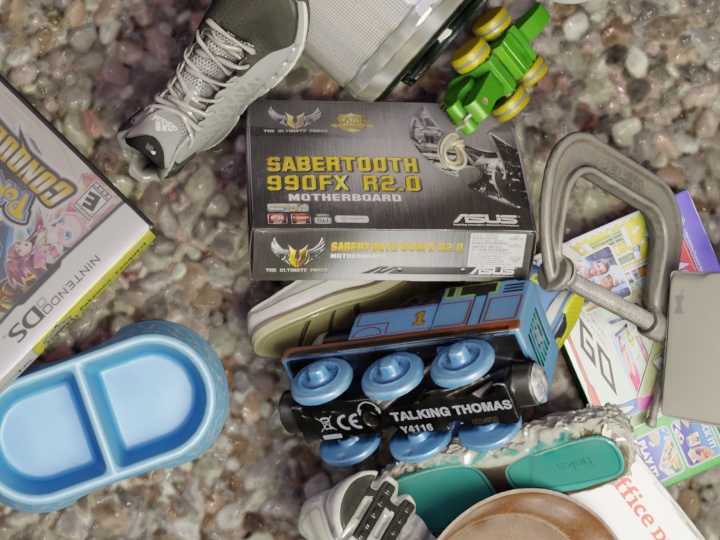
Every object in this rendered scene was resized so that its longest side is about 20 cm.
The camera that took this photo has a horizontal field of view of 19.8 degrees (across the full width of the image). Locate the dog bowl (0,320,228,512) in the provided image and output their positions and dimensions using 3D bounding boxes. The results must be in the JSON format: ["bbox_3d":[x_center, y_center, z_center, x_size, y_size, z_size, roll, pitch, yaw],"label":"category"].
[{"bbox_3d":[-0.193,0.107,1.506,0.199,0.050,0.112,-19,90,-6],"label":"dog bowl"}]

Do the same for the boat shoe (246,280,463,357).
[{"bbox_3d":[0.000,0.000,1.518,0.199,0.075,0.069,-23,68,-17],"label":"boat shoe"}]

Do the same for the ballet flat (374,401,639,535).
[{"bbox_3d":[0.103,0.136,1.450,0.199,0.072,0.072,-14,90,20],"label":"ballet flat"}]

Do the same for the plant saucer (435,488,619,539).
[{"bbox_3d":[0.105,0.248,1.407,0.200,0.034,0.201,1,89,-30],"label":"plant saucer"}]

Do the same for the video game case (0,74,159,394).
[{"bbox_3d":[-0.277,-0.032,1.490,0.200,0.026,0.181,43,86,12],"label":"video game case"}]

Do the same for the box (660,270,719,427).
[{"bbox_3d":[0.335,0.062,1.487,0.199,0.128,0.109,5,90,-24],"label":"box"}]

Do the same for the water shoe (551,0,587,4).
[{"bbox_3d":[0.114,-0.283,1.528,0.071,0.079,0.200,-38,92,-5],"label":"water shoe"}]

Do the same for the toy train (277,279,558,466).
[{"bbox_3d":[0.040,0.072,1.438,0.199,0.114,0.087,-9,124,24],"label":"toy train"}]

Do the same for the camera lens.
[{"bbox_3d":[-0.007,-0.232,1.475,0.200,0.160,0.160,41,86,-3],"label":"camera lens"}]

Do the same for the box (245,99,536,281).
[{"bbox_3d":[0.018,-0.058,1.479,0.199,0.159,0.048,1,129,-5],"label":"box"}]

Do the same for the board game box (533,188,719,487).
[{"bbox_3d":[0.222,0.056,1.555,0.134,0.029,0.201,-23,91,-4],"label":"board game box"}]

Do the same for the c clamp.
[{"bbox_3d":[0.183,-0.001,1.475,0.200,0.027,0.171,32,68,-42],"label":"c clamp"}]

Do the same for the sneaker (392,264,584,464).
[{"bbox_3d":[0.079,0.076,1.521,0.082,0.074,0.200,38,93,12],"label":"sneaker"}]

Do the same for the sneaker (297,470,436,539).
[{"bbox_3d":[0.035,0.221,1.437,0.200,0.081,0.075,51,53,-15],"label":"sneaker"}]

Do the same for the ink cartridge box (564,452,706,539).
[{"bbox_3d":[0.148,0.224,1.502,0.200,0.084,0.145,-38,92,5],"label":"ink cartridge box"}]

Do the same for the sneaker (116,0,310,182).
[{"bbox_3d":[-0.109,-0.124,1.435,0.075,0.200,0.116,38,47,2],"label":"sneaker"}]

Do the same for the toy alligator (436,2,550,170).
[{"bbox_3d":[0.083,-0.131,1.504,0.059,0.054,0.200,49,46,-17],"label":"toy alligator"}]
